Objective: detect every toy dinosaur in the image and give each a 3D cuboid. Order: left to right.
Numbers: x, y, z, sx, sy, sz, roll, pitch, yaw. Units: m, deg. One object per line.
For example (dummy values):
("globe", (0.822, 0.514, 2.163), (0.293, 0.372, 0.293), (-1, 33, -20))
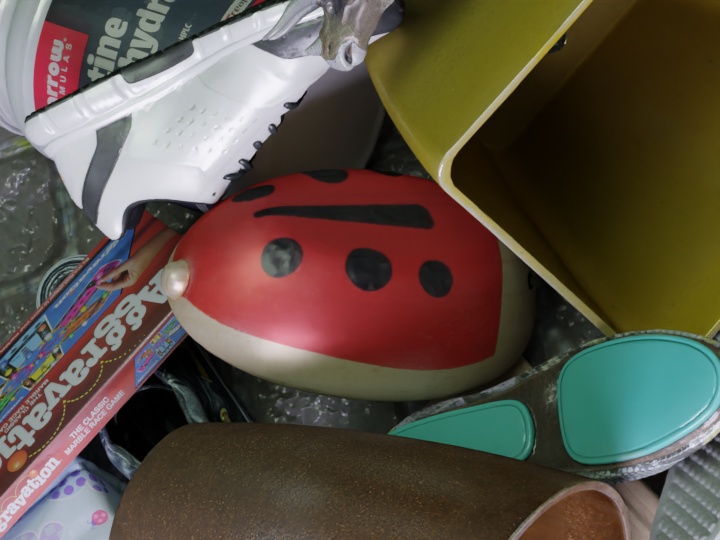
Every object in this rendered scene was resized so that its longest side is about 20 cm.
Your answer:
("toy dinosaur", (0.030, -0.183, 1.140), (0.102, 0.077, 0.200), (12, 57, 9))

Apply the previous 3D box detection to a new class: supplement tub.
("supplement tub", (-0.098, -0.108, 1.337), (0.200, 0.140, 0.140), (19, 81, 27))

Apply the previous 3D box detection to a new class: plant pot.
("plant pot", (-0.009, 0.147, 1.140), (0.200, 0.187, 0.187), (22, 82, 29))
("plant pot", (0.114, -0.104, 1.216), (0.200, 0.200, 0.176), (-49, 40, 2))

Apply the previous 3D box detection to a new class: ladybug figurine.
("ladybug figurine", (0.000, 0.000, 1.224), (0.136, 0.200, 0.072), (62, 143, 40))

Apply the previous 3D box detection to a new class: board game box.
("board game box", (-0.157, 0.058, 1.282), (0.200, 0.019, 0.103), (-48, 36, -7))

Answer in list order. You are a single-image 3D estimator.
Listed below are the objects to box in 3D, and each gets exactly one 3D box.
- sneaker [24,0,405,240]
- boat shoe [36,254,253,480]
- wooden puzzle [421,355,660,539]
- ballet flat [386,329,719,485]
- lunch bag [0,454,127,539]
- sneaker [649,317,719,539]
("sneaker", (-0.061, -0.081, 1.209), (0.200, 0.074, 0.080), (-24, 96, 22))
("boat shoe", (-0.118, 0.052, 1.319), (0.071, 0.091, 0.200), (-46, 61, 3))
("wooden puzzle", (0.064, 0.158, 1.239), (0.185, 0.037, 0.200), (-45, 56, 3))
("ballet flat", (0.102, 0.076, 1.188), (0.200, 0.072, 0.072), (-18, 65, 32))
("lunch bag", (-0.159, 0.224, 1.259), (0.200, 0.127, 0.170), (-40, 56, 10))
("sneaker", (0.197, 0.080, 1.189), (0.078, 0.079, 0.200), (-26, 33, 50))
